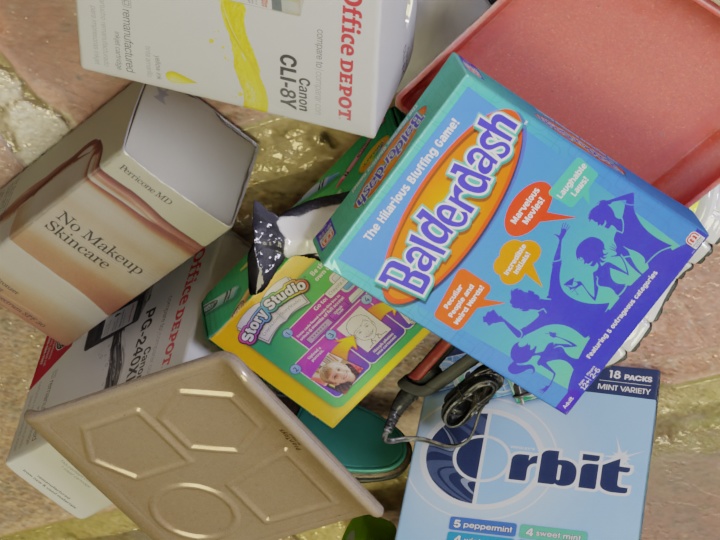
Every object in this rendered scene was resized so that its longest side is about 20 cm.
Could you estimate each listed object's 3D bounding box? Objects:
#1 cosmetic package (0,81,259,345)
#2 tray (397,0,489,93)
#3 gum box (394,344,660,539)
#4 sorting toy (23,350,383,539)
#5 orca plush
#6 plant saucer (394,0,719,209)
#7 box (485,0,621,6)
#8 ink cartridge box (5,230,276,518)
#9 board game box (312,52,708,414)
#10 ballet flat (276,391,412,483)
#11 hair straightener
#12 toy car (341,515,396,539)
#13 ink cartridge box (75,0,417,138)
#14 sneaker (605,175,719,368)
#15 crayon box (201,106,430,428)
[{"bbox_3d":[-0.177,-0.041,1.844,0.103,0.087,0.200,35,134,-21],"label":"cosmetic package"},{"bbox_3d":[-0.022,-0.179,1.704,0.200,0.022,0.107,19,137,-6],"label":"tray"},{"bbox_3d":[0.121,0.151,1.891,0.170,0.200,0.045,6,141,8],"label":"gum box"},{"bbox_3d":[-0.108,0.129,1.838,0.200,0.037,0.185,-15,133,33],"label":"sorting toy"},{"bbox_3d":[0.014,-0.007,1.731,0.200,0.105,0.071,-14,163,-27],"label":"orca plush"},{"bbox_3d":[0.156,-0.120,1.643,0.199,0.037,0.200,30,135,-19],"label":"plant saucer"},{"bbox_3d":[0.147,-0.224,1.591,0.200,0.049,0.161,-21,126,32],"label":"box"},{"bbox_3d":[-0.150,0.075,1.919,0.200,0.145,0.083,-28,124,37],"label":"ink cartridge box"},{"bbox_3d":[0.095,-0.021,1.657,0.200,0.045,0.152,31,105,-21],"label":"board game box"},{"bbox_3d":[-0.054,0.127,2.020,0.200,0.068,0.068,16,149,13],"label":"ballet flat"},{"bbox_3d":[0.082,0.069,1.831,0.077,0.041,0.200,51,123,13],"label":"hair straightener"},{"bbox_3d":[0.100,0.198,2.031,0.164,0.158,0.200,22,109,-15],"label":"toy car"},{"bbox_3d":[-0.070,-0.177,1.625,0.200,0.083,0.145,14,141,9],"label":"ink cartridge box"},{"bbox_3d":[0.175,-0.015,1.796,0.090,0.078,0.200,24,126,-11],"label":"sneaker"},{"bbox_3d":[0.000,0.000,1.809,0.119,0.058,0.200,38,108,-25],"label":"crayon box"}]
